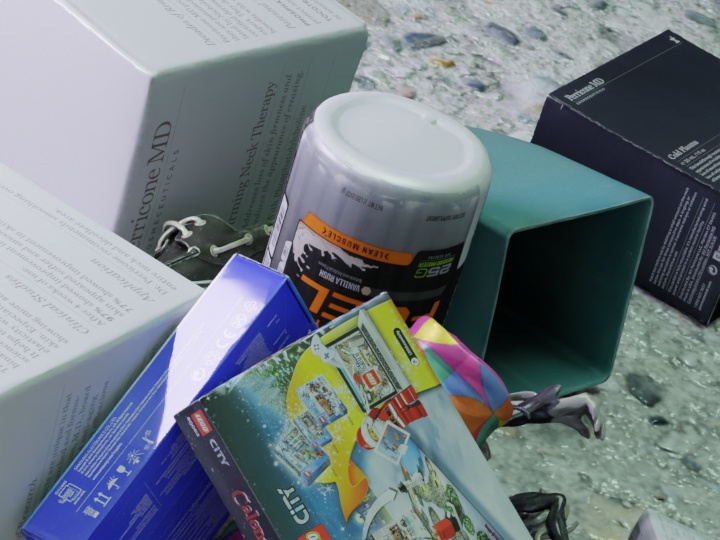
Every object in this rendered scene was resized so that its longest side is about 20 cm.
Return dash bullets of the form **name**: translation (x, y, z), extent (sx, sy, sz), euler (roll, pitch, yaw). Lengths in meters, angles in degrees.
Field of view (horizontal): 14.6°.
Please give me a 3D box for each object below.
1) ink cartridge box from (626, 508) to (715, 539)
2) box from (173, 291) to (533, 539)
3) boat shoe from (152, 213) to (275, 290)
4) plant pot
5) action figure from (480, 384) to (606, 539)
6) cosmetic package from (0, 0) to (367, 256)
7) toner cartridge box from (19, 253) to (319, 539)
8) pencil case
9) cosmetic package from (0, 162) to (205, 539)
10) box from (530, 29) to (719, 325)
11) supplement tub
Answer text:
- **ink cartridge box**: translation (0.251, 0.209, 1.649), extent (0.200, 0.047, 0.160), euler (26, 3, 2)
- **box**: translation (0.007, 0.130, 1.518), extent (0.136, 0.038, 0.200), euler (-29, 87, -31)
- **boat shoe**: translation (-0.107, -0.003, 1.817), extent (0.071, 0.064, 0.200), euler (-12, -1, 42)
- **plant pot**: translation (0.067, -0.018, 1.888), extent (0.141, 0.142, 0.200), euler (-13, 35, -41)
- **action figure**: translation (0.095, 0.130, 1.690), extent (0.102, 0.119, 0.200), euler (-11, 49, -20)
- **cosmetic package**: translation (-0.136, -0.120, 1.896), extent (0.200, 0.168, 0.166), euler (-17, 46, -43)
- **toner cartridge box**: translation (-0.097, 0.097, 1.553), extent (0.043, 0.095, 0.200), euler (24, 66, 33)
- **pencil case**: translation (0.003, 0.119, 1.601), extent (0.200, 0.088, 0.088), euler (-45, 60, -14)
- **cosmetic package**: translation (-0.222, 0.068, 1.565), extent (0.167, 0.167, 0.200), euler (32, 33, 23)
- **box**: translation (0.245, -0.074, 2.097), extent (0.182, 0.104, 0.200), euler (33, 33, 21)
- **supplement tub**: translation (0.000, 0.000, 1.757), extent (0.122, 0.200, 0.123), euler (12, 31, -7)
